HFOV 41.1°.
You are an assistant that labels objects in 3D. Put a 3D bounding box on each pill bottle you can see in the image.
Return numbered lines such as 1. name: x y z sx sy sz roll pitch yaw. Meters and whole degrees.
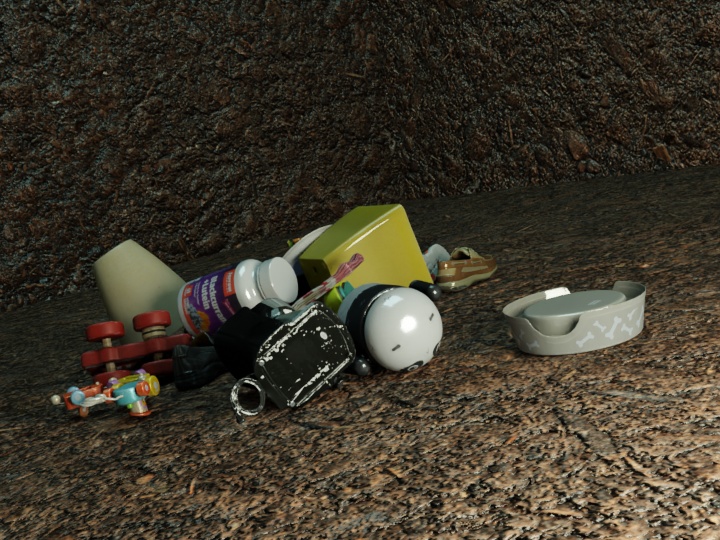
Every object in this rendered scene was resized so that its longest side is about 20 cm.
1. pill bottle: -0.213 0.045 1.680 0.199 0.112 0.111 -20 3 27

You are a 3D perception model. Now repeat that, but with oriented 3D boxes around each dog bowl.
1. dog bowl: 0.303 0.067 1.347 0.199 0.059 0.200 -12 8 2

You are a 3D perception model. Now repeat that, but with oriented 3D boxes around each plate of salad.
1. plate of salad: -0.109 -0.024 1.975 0.200 0.048 0.200 -35 -25 -19

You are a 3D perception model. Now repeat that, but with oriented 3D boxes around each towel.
1. towel: -0.084 0.042 1.631 0.200 0.023 0.144 -37 1 11

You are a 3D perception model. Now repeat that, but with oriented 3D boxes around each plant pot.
1. plant pot: -0.432 0.047 1.885 0.187 0.200 0.187 -36 4 3
2. plant pot: 0.000 0.000 1.854 0.176 0.201 0.200 -27 13 -23

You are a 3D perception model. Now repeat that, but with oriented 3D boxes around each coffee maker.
1. coffee maker: -0.134 0.119 1.369 0.191 0.135 0.200 -17 8 -25

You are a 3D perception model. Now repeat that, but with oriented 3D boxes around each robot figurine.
1. robot figurine: 0.040 0.083 1.410 0.124 0.151 0.200 8 -1 -23

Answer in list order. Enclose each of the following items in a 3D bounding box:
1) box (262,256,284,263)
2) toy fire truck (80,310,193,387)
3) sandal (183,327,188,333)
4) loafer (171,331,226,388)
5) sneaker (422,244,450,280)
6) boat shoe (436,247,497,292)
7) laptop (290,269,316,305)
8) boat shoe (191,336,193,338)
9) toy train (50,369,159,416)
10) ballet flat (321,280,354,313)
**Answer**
1. box: -0.154 0.017 2.174 0.199 0.105 0.182 -16 3 -29
2. toy fire truck: -0.394 0.149 1.709 0.199 0.113 0.168 -12 -11 -6
3. sandal: -0.264 0.119 1.854 0.202 0.082 0.050 -16 48 27
4. loafer: -0.258 0.139 1.638 0.073 0.073 0.200 -11 7 16
5. sneaker: 0.125 0.006 2.098 0.082 0.077 0.200 -40 -12 36
6. boat shoe: 0.220 -0.012 1.975 0.075 0.074 0.200 -6 10 34
7. laptop: -0.169 0.060 1.957 0.177 0.104 0.200 -18 10 -38
8. boat shoe: -0.220 0.114 1.778 0.201 0.075 0.065 -16 14 1
9. toy train: -0.386 0.202 1.475 0.150 0.056 0.200 -17 6 -26
10. ballet flat: -0.040 0.061 1.622 0.067 0.067 0.200 -33 4 4
